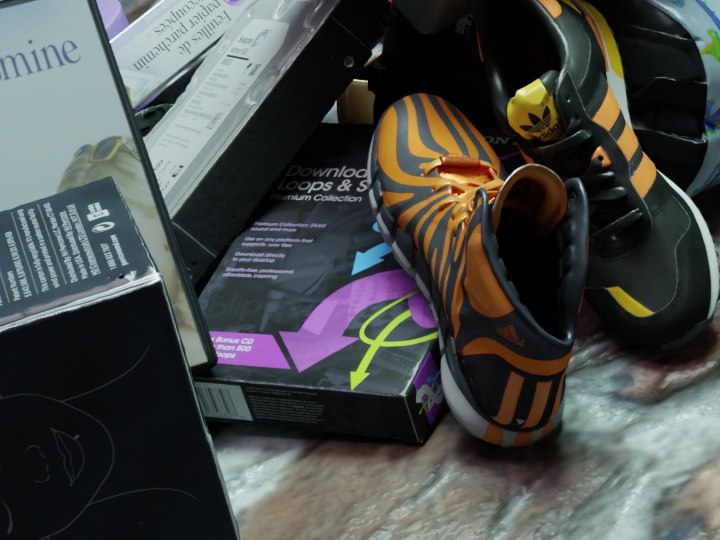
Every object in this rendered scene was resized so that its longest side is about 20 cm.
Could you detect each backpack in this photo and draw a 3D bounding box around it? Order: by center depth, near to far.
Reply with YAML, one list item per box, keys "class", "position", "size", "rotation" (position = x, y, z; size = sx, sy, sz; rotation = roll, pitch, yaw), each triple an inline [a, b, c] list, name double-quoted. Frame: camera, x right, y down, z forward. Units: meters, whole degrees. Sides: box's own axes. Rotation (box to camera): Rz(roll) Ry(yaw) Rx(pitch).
- class: "backpack"
  position: [0.121, -0.111, 1.464]
  size: [0.153, 0.164, 0.199]
  rotation: [-10, 26, -41]

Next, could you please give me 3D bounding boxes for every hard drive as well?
- class: "hard drive"
  position: [-0.071, -0.072, 1.478]
  size: [0.200, 0.038, 0.140]
  rotation: [-52, 20, -6]

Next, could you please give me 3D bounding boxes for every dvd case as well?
- class: "dvd case"
  position: [-0.162, -0.029, 1.313]
  size: [0.142, 0.201, 0.018]
  rotation: [-17, -6, -25]

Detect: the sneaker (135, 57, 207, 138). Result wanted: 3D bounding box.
- class: "sneaker"
  position: [-0.099, -0.073, 1.610]
  size: [0.079, 0.074, 0.200]
  rotation: [-20, 17, 49]

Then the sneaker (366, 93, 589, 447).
- class: "sneaker"
  position: [0.063, -0.027, 1.293]
  size: [0.077, 0.112, 0.201]
  rotation: [-8, 53, -20]

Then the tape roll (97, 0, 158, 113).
- class: "tape roll"
  position: [-0.224, -0.094, 1.669]
  size: [0.199, 0.066, 0.200]
  rotation: [-19, 18, 7]

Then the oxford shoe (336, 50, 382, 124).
- class: "oxford shoe"
  position: [0.069, -0.124, 1.607]
  size: [0.199, 0.072, 0.071]
  rotation: [-30, 28, -31]

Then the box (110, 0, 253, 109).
- class: "box"
  position: [-0.140, -0.106, 1.574]
  size: [0.200, 0.039, 0.041]
  rotation: [-41, 5, -23]

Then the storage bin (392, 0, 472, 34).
- class: "storage bin"
  position: [0.060, -0.214, 1.388]
  size: [0.199, 0.135, 0.146]
  rotation: [-31, -10, -14]

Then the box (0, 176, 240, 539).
- class: "box"
  position: [-0.158, 0.096, 1.147]
  size: [0.195, 0.201, 0.124]
  rotation: [-18, 25, -8]

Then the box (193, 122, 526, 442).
- class: "box"
  position: [0.000, 0.000, 1.391]
  size: [0.142, 0.036, 0.200]
  rotation: [3, 42, 27]

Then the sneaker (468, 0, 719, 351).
- class: "sneaker"
  position: [0.102, -0.053, 1.336]
  size: [0.070, 0.090, 0.201]
  rotation: [-32, 63, 24]

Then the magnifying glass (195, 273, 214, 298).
- class: "magnifying glass"
  position: [0.001, 0.018, 1.418]
  size: [0.199, 0.023, 0.080]
  rotation: [1, 33, 24]
